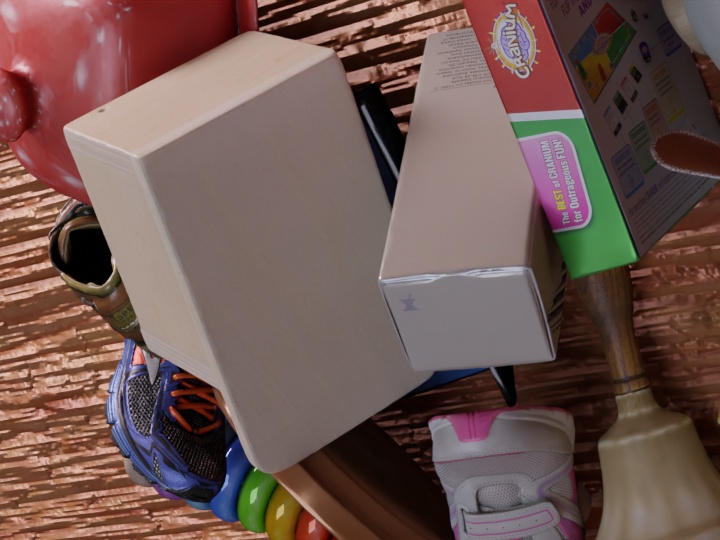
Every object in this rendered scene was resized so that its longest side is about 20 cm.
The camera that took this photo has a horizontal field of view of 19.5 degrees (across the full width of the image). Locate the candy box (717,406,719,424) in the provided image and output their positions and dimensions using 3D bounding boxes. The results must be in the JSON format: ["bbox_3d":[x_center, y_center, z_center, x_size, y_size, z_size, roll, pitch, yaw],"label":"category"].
[{"bbox_3d":[0.231,0.019,1.101,0.102,0.026,0.201,-127,35,-56],"label":"candy box"}]

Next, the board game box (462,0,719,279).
[{"bbox_3d":[0.116,-0.116,1.069,0.040,0.153,0.201,-16,101,33],"label":"board game box"}]

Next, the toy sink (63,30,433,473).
[{"bbox_3d":[-0.060,-0.012,1.167,0.112,0.130,0.201,21,137,57],"label":"toy sink"}]

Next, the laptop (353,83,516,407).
[{"bbox_3d":[0.000,0.000,1.234,0.115,0.200,0.188,-27,96,6],"label":"laptop"}]

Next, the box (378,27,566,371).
[{"bbox_3d":[0.067,-0.043,1.096,0.082,0.201,0.069,-5,133,18],"label":"box"}]

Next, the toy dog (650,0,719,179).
[{"bbox_3d":[0.192,-0.103,1.014,0.132,0.096,0.200,-51,43,23],"label":"toy dog"}]

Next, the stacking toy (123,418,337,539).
[{"bbox_3d":[-0.053,0.144,1.353,0.199,0.085,0.086,29,125,21],"label":"stacking toy"}]

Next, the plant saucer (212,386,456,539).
[{"bbox_3d":[-0.004,0.118,1.250,0.200,0.200,0.032,44,99,10],"label":"plant saucer"}]

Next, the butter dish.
[{"bbox_3d":[-0.160,-0.114,1.248,0.200,0.147,0.201,23,125,44],"label":"butter dish"}]

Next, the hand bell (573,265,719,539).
[{"bbox_3d":[0.150,0.057,1.185,0.104,0.104,0.201,-16,91,39],"label":"hand bell"}]

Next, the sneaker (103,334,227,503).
[{"bbox_3d":[-0.112,0.054,1.306,0.078,0.075,0.201,-41,46,34],"label":"sneaker"}]

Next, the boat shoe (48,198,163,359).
[{"bbox_3d":[-0.157,-0.017,1.307,0.068,0.072,0.200,36,-179,-31],"label":"boat shoe"}]

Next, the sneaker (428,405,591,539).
[{"bbox_3d":[0.091,0.142,1.191,0.081,0.089,0.200,-9,148,17],"label":"sneaker"}]
